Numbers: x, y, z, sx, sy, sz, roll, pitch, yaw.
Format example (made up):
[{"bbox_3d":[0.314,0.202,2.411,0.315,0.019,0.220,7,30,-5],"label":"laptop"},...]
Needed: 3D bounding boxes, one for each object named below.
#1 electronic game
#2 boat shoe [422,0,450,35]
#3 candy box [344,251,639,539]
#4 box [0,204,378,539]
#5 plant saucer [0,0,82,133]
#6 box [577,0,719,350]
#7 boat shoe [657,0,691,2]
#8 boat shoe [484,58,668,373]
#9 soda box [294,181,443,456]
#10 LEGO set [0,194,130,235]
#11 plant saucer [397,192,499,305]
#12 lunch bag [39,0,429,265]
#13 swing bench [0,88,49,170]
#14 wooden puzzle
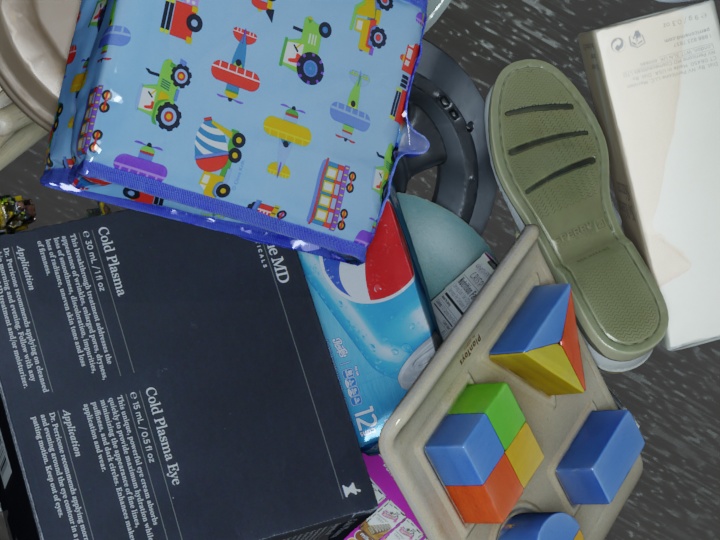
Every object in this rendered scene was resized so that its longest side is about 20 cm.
[{"bbox_3d":[-0.010,-0.057,1.214,0.199,0.042,0.201,-5,113,-13],"label":"electronic game"},{"bbox_3d":[-0.031,-0.152,1.216,0.199,0.060,0.076,-31,123,0],"label":"boat shoe"},{"bbox_3d":[0.050,0.107,1.192,0.200,0.061,0.136,-41,115,3],"label":"candy box"},{"bbox_3d":[-0.113,0.073,1.078,0.181,0.104,0.201,-12,75,-20],"label":"box"},{"bbox_3d":[-0.117,-0.160,1.076,0.199,0.029,0.201,0,90,-14],"label":"plant saucer"},{"bbox_3d":[0.198,-0.060,1.209,0.077,0.095,0.201,-14,94,2],"label":"box"},{"bbox_3d":[0.264,-0.214,1.209,0.199,0.072,0.068,-8,66,-4],"label":"boat shoe"},{"bbox_3d":[0.123,-0.030,1.197,0.074,0.068,0.201,-14,72,-13],"label":"boat shoe"},{"bbox_3d":[0.000,0.000,1.117,0.064,0.068,0.201,-19,78,6],"label":"soda box"},{"bbox_3d":[-0.170,0.042,1.189,0.115,0.154,0.201,-11,84,28],"label":"LEGO set"},{"bbox_3d":[0.005,0.051,1.214,0.200,0.039,0.202,-5,111,-13],"label":"plant saucer"},{"bbox_3d":[-0.051,-0.095,1.040,0.199,0.094,0.151,15,83,-22],"label":"lunch bag"},{"bbox_3d":[-0.236,-0.173,1.169,0.199,0.200,0.130,50,135,-3],"label":"swing bench"},{"bbox_3d":[0.100,0.103,1.087,0.046,0.185,0.201,-2,125,37],"label":"wooden puzzle"}]
